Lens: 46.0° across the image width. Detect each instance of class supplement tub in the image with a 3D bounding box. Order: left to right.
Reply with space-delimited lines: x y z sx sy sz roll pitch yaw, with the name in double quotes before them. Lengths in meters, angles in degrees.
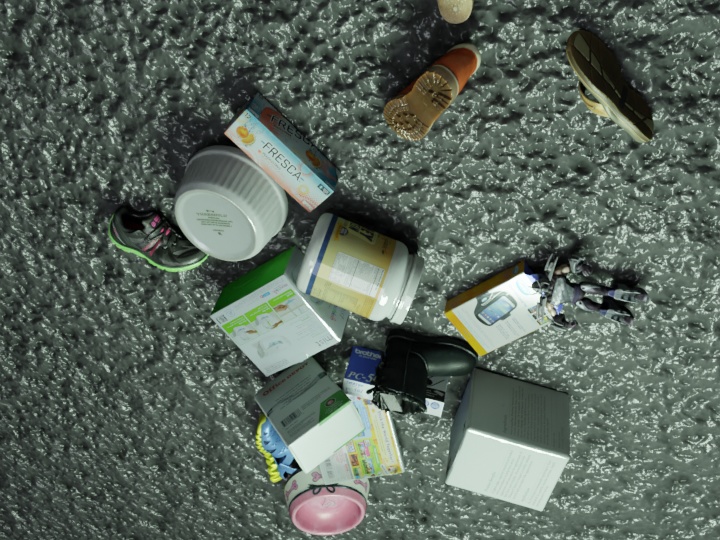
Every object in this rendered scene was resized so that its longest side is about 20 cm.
"supplement tub" 0.000 0.000 1.469 0.196 0.146 0.146 21 129 -2

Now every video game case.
"video game case" -0.015 0.342 1.760 0.178 0.023 0.204 -11 107 12

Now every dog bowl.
"dog bowl" -0.073 0.514 1.883 0.195 0.075 0.203 -3 134 -3

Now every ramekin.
"ramekin" -0.230 -0.106 1.462 0.198 0.095 0.205 14 138 13

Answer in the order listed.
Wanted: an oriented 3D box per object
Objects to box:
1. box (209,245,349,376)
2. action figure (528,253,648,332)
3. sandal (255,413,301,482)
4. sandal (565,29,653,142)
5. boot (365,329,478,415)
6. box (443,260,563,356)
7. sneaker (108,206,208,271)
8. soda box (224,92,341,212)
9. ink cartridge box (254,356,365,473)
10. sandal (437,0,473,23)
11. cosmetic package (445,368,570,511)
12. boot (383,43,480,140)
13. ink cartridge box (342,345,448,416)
"box" -0.151 0.083 1.601 0.198 0.097 0.177 -28 116 30
"action figure" 0.376 0.040 1.434 0.196 0.070 0.133 10 112 -10
"sandal" -0.173 0.383 1.852 0.085 0.080 0.202 -4 133 13
"sandal" 0.356 -0.258 1.237 0.200 0.081 0.054 42 147 -23
"boot" 0.116 0.197 1.575 0.194 0.164 0.074 13 131 5
"box" 0.262 0.066 1.519 0.198 0.042 0.119 -31 114 29
"sneaker" -0.374 -0.060 1.567 0.196 0.077 0.085 18 133 0
"soda box" -0.127 -0.195 1.409 0.200 0.064 0.068 42 126 -18
"ink cartridge box" -0.101 0.272 1.641 0.145 0.200 0.084 -34 122 -10
"sandal" 0.114 -0.436 1.160 0.076 0.070 0.215 -7 124 19
"cosmetic package" 0.281 0.323 1.624 0.196 0.166 0.167 16 128 2
"boot" 0.110 -0.270 1.285 0.075 0.108 0.199 45 152 -9
"ink cartridge box" 0.069 0.214 1.643 0.196 0.095 0.045 12 129 5
